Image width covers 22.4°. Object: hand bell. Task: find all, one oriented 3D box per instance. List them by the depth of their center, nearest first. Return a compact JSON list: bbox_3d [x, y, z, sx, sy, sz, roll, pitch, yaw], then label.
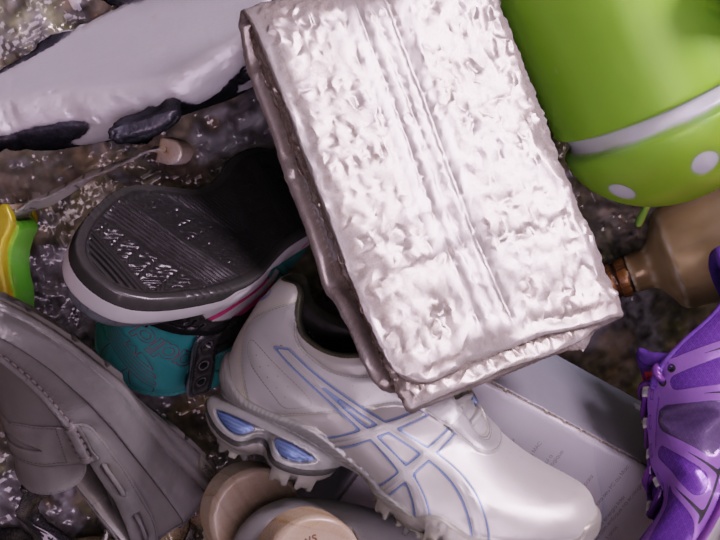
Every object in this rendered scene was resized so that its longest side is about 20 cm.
[{"bbox_3d":[0.134,0.005,0.981,0.199,0.104,0.105,-19,109,8],"label":"hand bell"}]

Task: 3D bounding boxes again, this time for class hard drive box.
[{"bbox_3d":[0.079,0.126,0.977,0.199,0.077,0.156,29,113,-18],"label":"hard drive box"}]

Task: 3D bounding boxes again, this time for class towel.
[{"bbox_3d":[0.034,-0.043,0.850,0.132,0.034,0.201,-18,85,-25],"label":"towel"}]

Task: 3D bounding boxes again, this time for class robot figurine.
[{"bbox_3d":[0.135,-0.122,0.909,0.175,0.116,0.201,-17,104,33],"label":"robot figurine"}]

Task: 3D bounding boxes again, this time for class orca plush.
[{"bbox_3d":[-0.124,-0.074,0.903,0.199,0.105,0.071,-32,141,-4],"label":"orca plush"}]

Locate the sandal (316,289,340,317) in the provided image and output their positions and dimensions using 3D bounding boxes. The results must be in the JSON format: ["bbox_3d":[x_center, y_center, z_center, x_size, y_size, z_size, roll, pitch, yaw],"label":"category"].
[{"bbox_3d":[0.000,0.000,0.937,0.054,0.082,0.200,24,113,-32],"label":"sandal"}]

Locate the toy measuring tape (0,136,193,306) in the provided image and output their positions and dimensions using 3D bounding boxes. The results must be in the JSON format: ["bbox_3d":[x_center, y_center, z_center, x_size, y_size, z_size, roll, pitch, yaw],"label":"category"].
[{"bbox_3d":[-0.165,0.001,0.901,0.199,0.074,0.074,-22,109,11],"label":"toy measuring tape"}]

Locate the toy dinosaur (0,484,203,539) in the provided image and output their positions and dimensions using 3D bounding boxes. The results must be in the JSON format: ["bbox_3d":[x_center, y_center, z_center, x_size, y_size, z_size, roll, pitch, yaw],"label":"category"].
[{"bbox_3d":[-0.178,0.152,0.969,0.199,0.048,0.089,-23,115,-1],"label":"toy dinosaur"}]

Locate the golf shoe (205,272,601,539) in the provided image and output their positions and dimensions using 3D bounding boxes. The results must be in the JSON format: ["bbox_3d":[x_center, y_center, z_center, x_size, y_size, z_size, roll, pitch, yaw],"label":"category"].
[{"bbox_3d":[0.030,0.070,0.861,0.199,0.078,0.098,21,106,-2],"label":"golf shoe"}]

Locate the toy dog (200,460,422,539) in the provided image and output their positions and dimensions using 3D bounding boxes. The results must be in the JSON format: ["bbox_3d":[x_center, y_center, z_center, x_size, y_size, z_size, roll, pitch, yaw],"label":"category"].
[{"bbox_3d":[0.008,0.168,0.892,0.199,0.132,0.097,20,94,-3],"label":"toy dog"}]

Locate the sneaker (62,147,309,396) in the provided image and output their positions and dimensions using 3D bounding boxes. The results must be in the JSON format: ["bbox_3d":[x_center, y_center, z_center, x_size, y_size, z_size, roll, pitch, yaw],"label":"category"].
[{"bbox_3d":[-0.098,0.014,0.885,0.084,0.200,0.121,42,118,11],"label":"sneaker"}]

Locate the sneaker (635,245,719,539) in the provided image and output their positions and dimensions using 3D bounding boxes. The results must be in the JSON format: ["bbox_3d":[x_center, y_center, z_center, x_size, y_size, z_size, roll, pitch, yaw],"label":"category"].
[{"bbox_3d":[0.166,0.081,0.907,0.083,0.081,0.201,23,80,9],"label":"sneaker"}]

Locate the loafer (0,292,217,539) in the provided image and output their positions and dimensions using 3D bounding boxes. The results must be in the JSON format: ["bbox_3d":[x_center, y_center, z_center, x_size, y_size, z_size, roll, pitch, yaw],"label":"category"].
[{"bbox_3d":[-0.142,0.076,0.883,0.070,0.070,0.200,-53,133,-13],"label":"loafer"}]
